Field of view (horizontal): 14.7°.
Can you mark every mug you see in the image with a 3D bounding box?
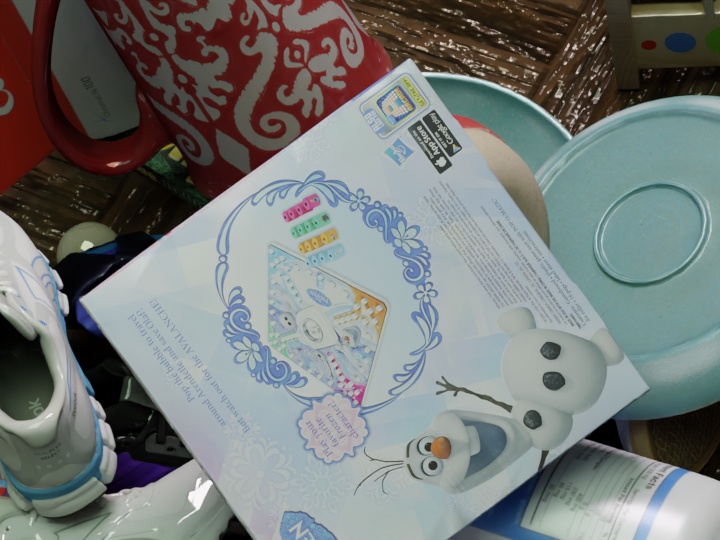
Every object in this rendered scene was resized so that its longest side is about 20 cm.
[{"bbox_3d":[-0.099,-0.137,1.523,0.177,0.200,0.133,-43,38,-11],"label":"mug"}]

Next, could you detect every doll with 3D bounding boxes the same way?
[{"bbox_3d":[-0.123,0.006,1.534,0.136,0.049,0.200,-24,16,-17],"label":"doll"}]

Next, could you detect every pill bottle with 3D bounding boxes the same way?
[{"bbox_3d":[0.126,0.147,1.408,0.200,0.112,0.112,17,62,21],"label":"pill bottle"}]

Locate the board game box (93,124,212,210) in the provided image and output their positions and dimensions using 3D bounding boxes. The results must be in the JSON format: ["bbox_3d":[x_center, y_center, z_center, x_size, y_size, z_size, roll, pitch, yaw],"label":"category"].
[{"bbox_3d":[-0.077,-0.083,1.653,0.200,0.023,0.105,30,70,27],"label":"board game box"}]

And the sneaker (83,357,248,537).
[{"bbox_3d":[-0.099,0.088,1.495,0.200,0.100,0.070,0,57,13],"label":"sneaker"}]

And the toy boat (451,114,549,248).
[{"bbox_3d":[0.000,0.000,1.460,0.200,0.131,0.131,-44,45,-5],"label":"toy boat"}]

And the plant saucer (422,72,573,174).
[{"bbox_3d":[0.038,-0.017,1.565,0.199,0.036,0.200,-1,62,1],"label":"plant saucer"}]

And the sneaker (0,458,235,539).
[{"bbox_3d":[-0.148,0.143,1.428,0.200,0.078,0.099,-38,91,-15],"label":"sneaker"}]

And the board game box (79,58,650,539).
[{"bbox_3d":[0.002,0.036,1.355,0.199,0.043,0.200,-36,91,-5],"label":"board game box"}]

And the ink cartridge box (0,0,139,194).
[{"bbox_3d":[-0.164,-0.137,1.594,0.200,0.163,0.057,-44,47,-17],"label":"ink cartridge box"}]

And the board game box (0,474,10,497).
[{"bbox_3d":[-0.245,0.055,1.488,0.158,0.039,0.200,-25,59,7],"label":"board game box"}]

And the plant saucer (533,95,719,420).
[{"bbox_3d":[0.157,-0.015,1.482,0.200,0.027,0.201,-14,54,20],"label":"plant saucer"}]

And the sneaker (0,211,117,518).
[{"bbox_3d":[-0.183,0.025,1.424,0.075,0.087,0.200,-28,57,-7],"label":"sneaker"}]

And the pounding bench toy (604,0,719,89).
[{"bbox_3d":[0.224,-0.223,1.622,0.156,0.124,0.200,-2,57,10],"label":"pounding bench toy"}]

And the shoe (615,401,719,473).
[{"bbox_3d":[0.165,0.028,1.518,0.053,0.070,0.200,-26,47,48],"label":"shoe"}]
